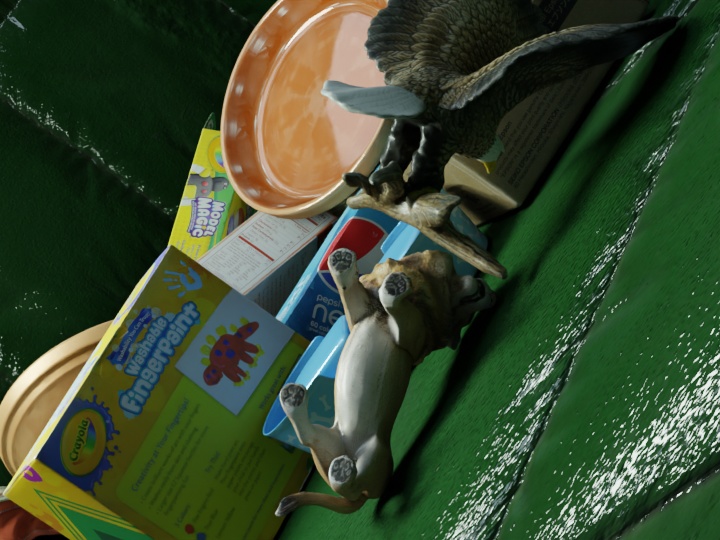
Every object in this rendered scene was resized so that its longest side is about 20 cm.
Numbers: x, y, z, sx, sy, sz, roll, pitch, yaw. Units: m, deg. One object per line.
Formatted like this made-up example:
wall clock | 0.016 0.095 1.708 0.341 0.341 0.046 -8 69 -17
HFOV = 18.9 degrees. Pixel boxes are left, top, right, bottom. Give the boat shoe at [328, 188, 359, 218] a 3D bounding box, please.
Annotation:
boat shoe | -0.015 -0.042 1.794 0.074 0.066 0.200 -45 11 -28

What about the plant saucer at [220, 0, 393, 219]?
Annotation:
plant saucer | -0.032 -0.135 1.690 0.200 0.032 0.202 -21 59 39

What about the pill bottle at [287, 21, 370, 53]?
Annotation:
pill bottle | 0.025 -0.165 1.752 0.199 0.114 0.115 -2 48 47

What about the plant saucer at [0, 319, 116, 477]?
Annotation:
plant saucer | -0.170 0.111 1.607 0.200 0.199 0.038 -51 47 30

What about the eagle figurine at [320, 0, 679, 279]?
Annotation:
eagle figurine | 0.071 -0.110 1.287 0.200 0.151 0.151 -55 2 -10

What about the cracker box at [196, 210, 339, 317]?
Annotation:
cracker box | -0.103 0.042 1.713 0.200 0.058 0.134 -39 -28 -32

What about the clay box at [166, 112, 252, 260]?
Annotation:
clay box | -0.125 -0.027 1.825 0.115 0.047 0.201 92 -172 -48

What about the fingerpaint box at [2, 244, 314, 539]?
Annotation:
fingerpaint box | -0.119 0.112 1.472 0.073 0.166 0.201 -45 13 52

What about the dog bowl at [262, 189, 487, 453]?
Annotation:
dog bowl | 0.013 0.039 1.416 0.200 0.049 0.112 -55 7 8

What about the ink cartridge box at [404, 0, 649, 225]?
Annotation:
ink cartridge box | 0.096 -0.116 1.469 0.165 0.075 0.200 -58 7 -12

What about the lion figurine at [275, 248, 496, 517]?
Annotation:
lion figurine | 0.007 0.068 1.230 0.201 0.072 0.123 -65 -23 -19

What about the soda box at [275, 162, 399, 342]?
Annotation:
soda box | 0.000 0.000 1.606 0.201 0.064 0.068 -58 8 -15

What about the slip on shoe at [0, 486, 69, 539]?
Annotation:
slip on shoe | -0.213 0.196 1.589 0.074 0.061 0.200 -48 -28 22
